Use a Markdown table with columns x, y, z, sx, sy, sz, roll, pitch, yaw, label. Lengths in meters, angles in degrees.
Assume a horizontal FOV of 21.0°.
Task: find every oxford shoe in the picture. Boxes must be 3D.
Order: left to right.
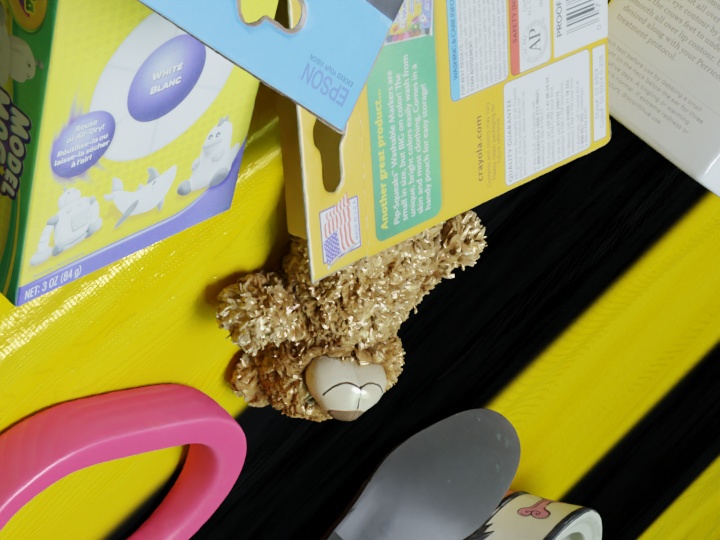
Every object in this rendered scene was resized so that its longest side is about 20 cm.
| x | y | z | sx | sy | sz | roll | pitch | yaw | label |
| --- | --- | --- | --- | --- | --- | --- | --- | --- | --- |
| 0.017 | 0.158 | 1.204 | 0.200 | 0.071 | 0.071 | -40 | -179 | -20 | oxford shoe |

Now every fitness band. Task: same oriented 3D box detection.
| x | y | z | sx | sy | sz | roll | pitch | yaw | label |
| --- | --- | --- | --- | --- | --- | --- | --- | --- | --- |
| -0.134 | 0.121 | 0.933 | 0.200 | 0.037 | 0.144 | -8 | 130 | -55 | fitness band |

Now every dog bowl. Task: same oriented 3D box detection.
| x | y | z | sx | sy | sz | roll | pitch | yaw | label |
| --- | --- | --- | --- | --- | --- | --- | --- | --- | --- |
| 0.090 | 0.242 | 1.364 | 0.200 | 0.073 | 0.201 | -47 | 151 | -35 | dog bowl |

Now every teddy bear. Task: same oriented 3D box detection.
| x | y | z | sx | sy | sz | roll | pitch | yaw | label |
| --- | --- | --- | --- | --- | --- | --- | --- | --- | --- |
| 0.000 | 0.000 | 0.940 | 0.145 | 0.067 | 0.201 | -4 | 129 | -53 | teddy bear |

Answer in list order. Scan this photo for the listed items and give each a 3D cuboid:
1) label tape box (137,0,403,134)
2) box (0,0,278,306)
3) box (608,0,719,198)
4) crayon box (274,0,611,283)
| x | y | z | sx | sy | sz | roll | pitch | yaw | label |
| --- | --- | --- | --- | --- | --- | --- | --- | --- | --- |
| -0.019 | -0.166 | 0.623 | 0.144 | 0.063 | 0.201 | 28 | 88 | -55 | label tape box |
| -0.084 | -0.090 | 0.711 | 0.117 | 0.048 | 0.201 | -28 | 145 | -38 | box |
| 0.228 | -0.143 | 1.064 | 0.200 | 0.106 | 0.152 | -53 | 154 | 8 | box |
| 0.028 | -0.089 | 0.832 | 0.199 | 0.051 | 0.127 | -26 | 122 | -41 | crayon box |
